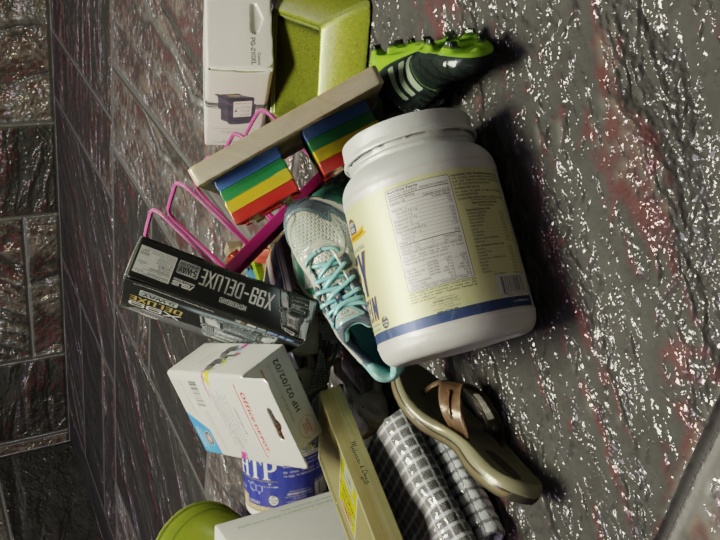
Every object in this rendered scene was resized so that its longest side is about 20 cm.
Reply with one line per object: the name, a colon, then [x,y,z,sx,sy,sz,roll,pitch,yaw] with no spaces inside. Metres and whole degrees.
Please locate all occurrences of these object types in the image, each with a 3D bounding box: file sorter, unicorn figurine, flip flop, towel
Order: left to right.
file sorter: [-0.156,-0.080,1.028,0.125,0.200,0.139,44,156,-4]
unicorn figurine: [0.000,0.174,1.013,0.201,0.073,0.138,95,153,-55]
towel: [0.060,0.269,0.899,0.166,0.085,0.201,58,144,37]
flip flop: [0.104,0.144,0.799,0.200,0.080,0.058,42,116,48]

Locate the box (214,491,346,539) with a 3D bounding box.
box: [-0.062,0.416,1.045,0.200,0.197,0.173,33,125,54]

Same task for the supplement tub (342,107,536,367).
supplement tub: [0.065,-0.027,0.744,0.145,0.144,0.202,-31,70,60]

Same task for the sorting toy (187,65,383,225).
sorting toy: [-0.061,-0.115,0.856,0.070,0.197,0.200,61,179,-4]

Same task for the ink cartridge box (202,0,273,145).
ink cartridge box: [-0.165,-0.274,1.095,0.200,0.083,0.146,122,146,-69]

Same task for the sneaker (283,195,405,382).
sneaker: [-0.007,0.019,0.796,0.201,0.077,0.086,55,-160,-15]

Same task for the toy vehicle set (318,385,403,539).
toy vehicle set: [-0.004,0.240,0.884,0.125,0.026,0.201,93,159,-44]

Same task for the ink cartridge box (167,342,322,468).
ink cartridge box: [-0.120,0.147,0.931,0.199,0.068,0.116,-4,115,48]

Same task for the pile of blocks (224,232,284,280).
pile of blocks: [-0.162,-0.008,1.256,0.199,0.062,0.083,-4,94,62]

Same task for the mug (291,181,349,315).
mug: [-0.001,-0.011,0.900,0.185,0.113,0.153,49,138,45]

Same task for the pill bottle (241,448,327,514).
pill bottle: [-0.110,0.233,1.168,0.119,0.119,0.202,13,109,60]

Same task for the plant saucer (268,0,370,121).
plant saucer: [-0.063,-0.240,1.021,0.200,0.047,0.202,38,130,52]

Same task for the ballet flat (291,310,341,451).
ballet flat: [-0.062,0.115,0.997,0.072,0.071,0.203,13,91,60]

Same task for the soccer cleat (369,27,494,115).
soccer cleat: [0.068,-0.181,0.790,0.200,0.067,0.082,24,129,64]

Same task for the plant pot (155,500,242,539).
plant pot: [-0.223,0.509,1.406,0.192,0.199,0.203,-3,95,50]

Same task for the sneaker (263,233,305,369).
sneaker: [-0.083,0.052,1.112,0.079,0.078,0.202,-39,53,53]

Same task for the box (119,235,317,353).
box: [-0.164,0.037,0.924,0.158,0.198,0.050,145,144,-67]
